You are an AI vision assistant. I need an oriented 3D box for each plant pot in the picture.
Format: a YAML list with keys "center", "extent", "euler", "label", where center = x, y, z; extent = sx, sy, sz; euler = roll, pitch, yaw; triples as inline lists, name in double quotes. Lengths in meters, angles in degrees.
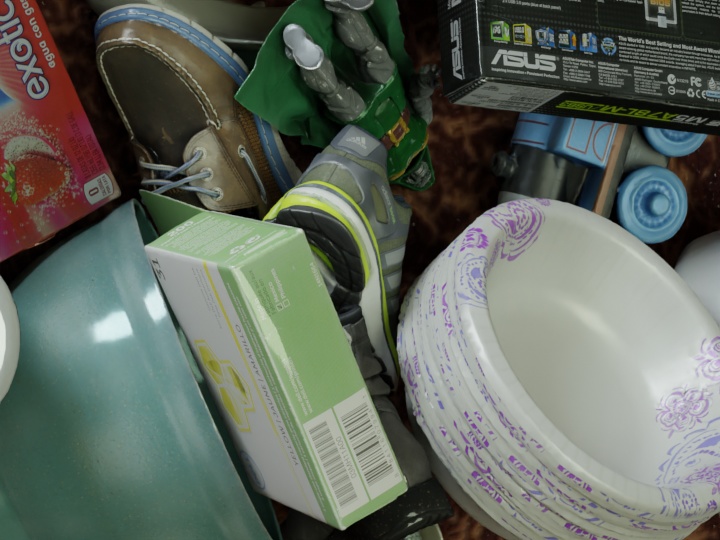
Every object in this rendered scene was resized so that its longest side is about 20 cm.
- center: [-0.140, 0.079, 1.449]
  extent: [0.134, 0.200, 0.200]
  euler: [-22, 108, 0]
  label: "plant pot"

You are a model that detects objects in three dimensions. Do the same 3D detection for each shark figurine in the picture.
- center: [-0.050, -0.141, 1.517]
  extent: [0.214, 0.089, 0.128]
  euler: [-11, 103, -25]
  label: "shark figurine"

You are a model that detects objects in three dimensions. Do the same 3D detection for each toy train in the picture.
- center: [0.144, -0.101, 1.628]
  extent: [0.114, 0.087, 0.200]
  euler: [19, 87, -21]
  label: "toy train"

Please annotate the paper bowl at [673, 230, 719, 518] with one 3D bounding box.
- center: [0.237, 0.053, 1.649]
  extent: [0.104, 0.201, 0.201]
  euler: [6, 94, 15]
  label: "paper bowl"

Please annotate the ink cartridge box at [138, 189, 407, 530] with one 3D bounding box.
- center: [-0.062, 0.040, 1.382]
  extent: [0.048, 0.200, 0.146]
  euler: [-30, 109, -22]
  label: "ink cartridge box"

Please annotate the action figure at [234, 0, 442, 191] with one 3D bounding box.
- center: [0.005, -0.093, 1.524]
  extent: [0.118, 0.055, 0.200]
  euler: [-50, 153, -7]
  label: "action figure"

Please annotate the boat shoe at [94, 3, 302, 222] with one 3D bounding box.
- center: [-0.082, -0.057, 1.489]
  extent: [0.200, 0.072, 0.072]
  euler: [52, 41, -34]
  label: "boat shoe"

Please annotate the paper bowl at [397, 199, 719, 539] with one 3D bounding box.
- center: [0.106, 0.069, 1.498]
  extent: [0.201, 0.104, 0.201]
  euler: [26, 42, -26]
  label: "paper bowl"

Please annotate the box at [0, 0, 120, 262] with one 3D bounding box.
- center: [-0.217, -0.108, 1.422]
  extent: [0.095, 0.100, 0.200]
  euler: [-30, 109, -22]
  label: "box"

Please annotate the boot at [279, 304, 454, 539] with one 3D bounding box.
- center: [-0.016, 0.088, 1.484]
  extent: [0.070, 0.200, 0.132]
  euler: [-20, 83, -26]
  label: "boot"

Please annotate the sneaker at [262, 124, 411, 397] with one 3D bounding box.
- center: [0.000, 0.000, 1.511]
  extent: [0.081, 0.074, 0.200]
  euler: [-60, 162, -27]
  label: "sneaker"

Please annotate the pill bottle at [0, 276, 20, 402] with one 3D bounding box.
- center: [-0.248, 0.023, 1.365]
  extent: [0.106, 0.200, 0.106]
  euler: [-4, 99, -26]
  label: "pill bottle"

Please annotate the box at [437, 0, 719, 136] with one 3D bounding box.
- center: [0.134, -0.180, 1.547]
  extent: [0.200, 0.048, 0.193]
  euler: [4, 72, -30]
  label: "box"

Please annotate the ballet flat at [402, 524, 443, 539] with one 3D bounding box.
- center: [0.010, 0.141, 1.600]
  extent: [0.071, 0.069, 0.200]
  euler: [-37, 117, -39]
  label: "ballet flat"
